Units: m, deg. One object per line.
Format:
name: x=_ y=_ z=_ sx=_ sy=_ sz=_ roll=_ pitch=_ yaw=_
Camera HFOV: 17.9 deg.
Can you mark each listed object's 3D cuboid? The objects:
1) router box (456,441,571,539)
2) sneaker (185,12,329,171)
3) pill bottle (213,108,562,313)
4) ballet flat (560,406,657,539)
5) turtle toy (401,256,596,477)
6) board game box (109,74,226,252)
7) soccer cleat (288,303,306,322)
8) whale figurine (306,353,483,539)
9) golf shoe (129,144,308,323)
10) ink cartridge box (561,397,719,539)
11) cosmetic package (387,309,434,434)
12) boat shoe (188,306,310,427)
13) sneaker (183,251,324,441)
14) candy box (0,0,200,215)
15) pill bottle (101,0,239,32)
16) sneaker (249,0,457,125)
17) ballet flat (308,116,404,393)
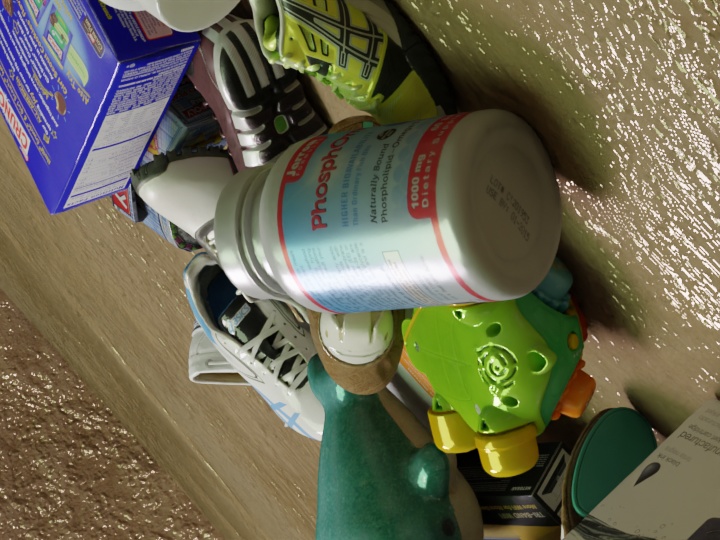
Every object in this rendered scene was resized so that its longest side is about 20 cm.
router box: x=0.123 y=0.200 z=1.718 sx=0.157 sy=0.052 sz=0.199 roll=45 pitch=151 yaw=-22
sneaker: x=-0.078 y=-0.114 z=1.655 sx=0.115 sy=0.075 sz=0.201 roll=41 pitch=154 yaw=46
pill bottle: x=0.012 y=-0.031 z=1.356 sx=0.199 sy=0.109 sz=0.109 roll=-6 pitch=129 yaw=39
ballet flat: x=0.155 y=0.182 z=1.475 sx=0.067 sy=0.201 sz=0.073 roll=13 pitch=138 yaw=-10
turtle toy: x=0.085 y=0.041 z=1.471 sx=0.200 sy=0.100 sz=0.147 roll=-161 pitch=56 yaw=-68
board game box: x=-0.167 y=-0.115 z=1.775 sx=0.200 sy=0.061 sz=0.201 roll=36 pitch=137 yaw=41
soccer cleat: x=-0.067 y=-0.021 z=1.851 sx=0.077 sy=0.069 sz=0.201 roll=34 pitch=162 yaw=54
whale figurine: x=0.006 y=0.153 z=1.653 sx=0.159 sy=0.103 sz=0.202 roll=-20 pitch=92 yaw=54
golf shoe: x=-0.085 y=-0.030 z=1.711 sx=0.199 sy=0.077 sz=0.089 roll=24 pitch=-133 yaw=-39
ink cartridge box: x=0.193 y=0.185 z=1.321 sx=0.145 sy=0.200 sz=0.085 roll=25 pitch=153 yaw=57
cosmetic package: x=0.055 y=0.058 z=1.671 sx=0.102 sy=0.071 sz=0.200 roll=48 pitch=166 yaw=6
boat shoe: x=-0.043 y=0.088 z=1.834 sx=0.200 sy=0.087 sz=0.075 roll=10 pitch=159 yaw=4
sneaker: x=-0.070 y=0.061 z=1.771 sx=0.200 sy=0.072 sz=0.072 roll=45 pitch=-171 yaw=27
candy box: x=-0.207 y=-0.168 z=1.665 sx=0.170 sy=0.077 sz=0.200 roll=61 pitch=146 yaw=18
pill bottle: x=-0.158 y=-0.236 z=1.471 sx=0.200 sy=0.111 sz=0.111 roll=40 pitch=163 yaw=33
sneaker: x=-0.018 y=-0.138 z=1.377 sx=0.200 sy=0.076 sz=0.075 roll=50 pitch=164 yaw=-13
ballet flat: x=0.000 y=0.000 z=1.513 sx=0.072 sy=0.067 sz=0.202 roll=-93 pitch=7 yaw=-68
